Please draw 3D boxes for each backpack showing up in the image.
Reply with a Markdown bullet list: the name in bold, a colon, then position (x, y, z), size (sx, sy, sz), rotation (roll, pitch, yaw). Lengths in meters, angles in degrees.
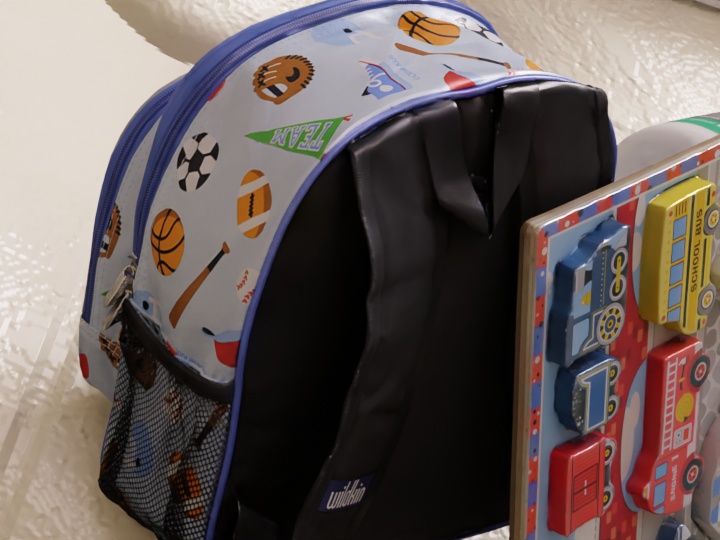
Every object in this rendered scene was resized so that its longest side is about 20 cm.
- **backpack**: position (0.000, 0.000, 0.993), size (0.199, 0.191, 0.154), rotation (-17, 46, -40)

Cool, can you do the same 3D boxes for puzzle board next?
- **puzzle board**: position (0.106, 0.055, 1.017), size (0.017, 0.201, 0.150), rotation (23, 33, 38)

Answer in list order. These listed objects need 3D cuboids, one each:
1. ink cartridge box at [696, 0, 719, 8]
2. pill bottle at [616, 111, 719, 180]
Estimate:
- **ink cartridge box**: position (0.161, -0.201, 1.336), size (0.199, 0.083, 0.147), rotation (15, 48, -19)
- **pill bottle**: position (0.195, -0.017, 1.176), size (0.199, 0.113, 0.113), rotation (-11, 59, -37)
